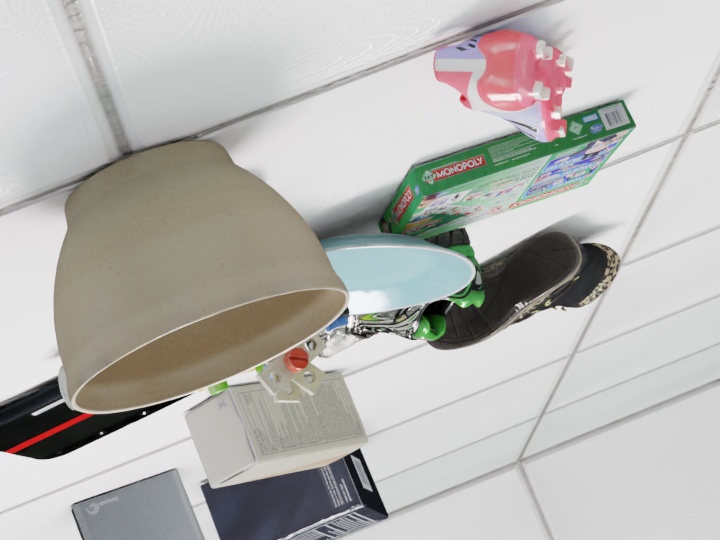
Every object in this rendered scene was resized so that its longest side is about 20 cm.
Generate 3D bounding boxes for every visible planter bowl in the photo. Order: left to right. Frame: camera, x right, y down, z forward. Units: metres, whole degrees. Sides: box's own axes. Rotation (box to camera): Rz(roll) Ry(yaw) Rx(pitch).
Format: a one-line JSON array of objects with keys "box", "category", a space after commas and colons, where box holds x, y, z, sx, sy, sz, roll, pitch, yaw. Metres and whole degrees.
[{"box": [-0.123, -0.004, 1.307, 0.200, 0.135, 0.200, -21, 166, -5], "category": "planter bowl"}]

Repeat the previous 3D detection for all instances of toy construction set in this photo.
[{"box": [-0.083, 0.052, 1.589, 0.131, 0.092, 0.200, -22, -168, -29], "category": "toy construction set"}]

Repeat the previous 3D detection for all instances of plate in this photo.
[{"box": [0.000, 0.000, 1.676, 0.200, 0.026, 0.200, -4, 163, -1], "category": "plate"}]

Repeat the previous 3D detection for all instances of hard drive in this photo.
[{"box": [-0.254, 0.358, 2.355, 0.139, 0.200, 0.033, -18, 162, -20], "category": "hard drive"}]

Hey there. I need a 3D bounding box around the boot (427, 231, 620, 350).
[{"box": [0.174, 0.023, 2.043, 0.200, 0.073, 0.151, -35, 162, 25], "category": "boot"}]

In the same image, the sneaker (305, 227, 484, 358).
[{"box": [0.028, 0.037, 1.821, 0.200, 0.085, 0.078, -30, 165, 30], "category": "sneaker"}]

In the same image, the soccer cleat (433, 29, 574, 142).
[{"box": [0.106, -0.133, 1.370, 0.076, 0.067, 0.200, 7, 179, 13], "category": "soccer cleat"}]

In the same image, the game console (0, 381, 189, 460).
[{"box": [-0.258, 0.123, 1.826, 0.200, 0.031, 0.177, -26, 161, 12], "category": "game console"}]

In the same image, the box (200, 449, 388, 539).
[{"box": [-0.088, 0.314, 2.621, 0.198, 0.123, 0.200, -25, 165, 5], "category": "box"}]

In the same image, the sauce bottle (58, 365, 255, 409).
[{"box": [-0.168, 0.079, 1.706, 0.200, 0.065, 0.065, -17, 166, -28], "category": "sauce bottle"}]

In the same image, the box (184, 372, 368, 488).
[{"box": [-0.092, 0.176, 2.151, 0.078, 0.095, 0.200, -31, 163, 34], "category": "box"}]

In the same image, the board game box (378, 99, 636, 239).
[{"box": [0.122, -0.080, 1.642, 0.200, 0.029, 0.135, -19, 167, -18], "category": "board game box"}]
